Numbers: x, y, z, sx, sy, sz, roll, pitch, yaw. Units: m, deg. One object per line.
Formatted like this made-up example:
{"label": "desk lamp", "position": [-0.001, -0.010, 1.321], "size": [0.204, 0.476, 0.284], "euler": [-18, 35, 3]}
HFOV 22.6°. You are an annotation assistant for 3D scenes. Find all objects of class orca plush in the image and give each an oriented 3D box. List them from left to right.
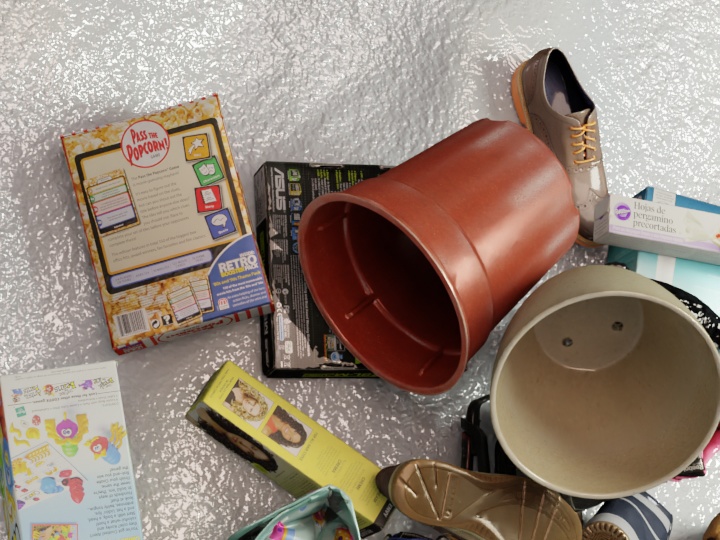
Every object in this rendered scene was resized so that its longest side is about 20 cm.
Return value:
{"label": "orca plush", "position": [0.269, 0.047, 1.655], "size": [0.198, 0.071, 0.106], "euler": [22, 72, -8]}

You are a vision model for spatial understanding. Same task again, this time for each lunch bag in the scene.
{"label": "lunch bag", "position": [-0.071, 0.281, 1.523], "size": [0.121, 0.171, 0.202], "euler": [24, 70, 0]}

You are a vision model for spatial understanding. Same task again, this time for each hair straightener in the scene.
{"label": "hair straightener", "position": [0.127, 0.205, 1.661], "size": [0.076, 0.041, 0.203], "euler": [-1, 72, 19]}

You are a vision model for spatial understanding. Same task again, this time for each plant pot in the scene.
{"label": "plant pot", "position": [0.080, -0.027, 1.604], "size": [0.195, 0.201, 0.202], "euler": [-37, 89, -33]}

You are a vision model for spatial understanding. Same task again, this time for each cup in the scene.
{"label": "cup", "position": [0.206, 0.076, 1.567], "size": [0.198, 0.144, 0.203], "euler": [0, 116, 0]}

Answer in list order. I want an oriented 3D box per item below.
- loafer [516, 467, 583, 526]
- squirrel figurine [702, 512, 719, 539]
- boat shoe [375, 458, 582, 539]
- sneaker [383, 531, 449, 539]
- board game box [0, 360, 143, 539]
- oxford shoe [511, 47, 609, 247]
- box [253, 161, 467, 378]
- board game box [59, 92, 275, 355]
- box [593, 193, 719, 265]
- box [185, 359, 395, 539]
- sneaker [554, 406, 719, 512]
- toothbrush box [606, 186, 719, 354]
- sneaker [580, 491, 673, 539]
{"label": "loafer", "position": [0.183, 0.216, 1.678], "size": [0.062, 0.072, 0.202], "euler": [-6, 75, -26]}
{"label": "squirrel figurine", "position": [0.399, 0.313, 1.702], "size": [0.198, 0.141, 0.189], "euler": [-1, 65, -32]}
{"label": "boat shoe", "position": [0.103, 0.212, 1.593], "size": [0.198, 0.072, 0.073], "euler": [18, 80, -23]}
{"label": "sneaker", "position": [0.035, 0.272, 1.566], "size": [0.079, 0.200, 0.116], "euler": [0, 61, 8]}
{"label": "board game box", "position": [-0.249, 0.191, 1.527], "size": [0.104, 0.103, 0.203], "euler": [-6, 78, -19]}
{"label": "oxford shoe", "position": [0.204, -0.121, 1.766], "size": [0.071, 0.073, 0.202], "euler": [-18, 82, -21]}
{"label": "box", "position": [0.000, 0.000, 1.687], "size": [0.191, 0.047, 0.203], "euler": [1, 75, -20]}
{"label": "board game box", "position": [-0.173, -0.042, 1.620], "size": [0.150, 0.046, 0.202], "euler": [-15, 80, -3]}
{"label": "box", "position": [0.319, -0.033, 1.706], "size": [0.198, 0.041, 0.039], "euler": [10, 72, -12]}
{"label": "box", "position": [-0.058, 0.163, 1.612], "size": [0.199, 0.075, 0.050], "euler": [35, 66, -5]}
{"label": "sneaker", "position": [0.267, 0.163, 1.624], "size": [0.199, 0.095, 0.080], "euler": [-31, 126, -9]}
{"label": "toothbrush box", "position": [0.315, 0.039, 1.753], "size": [0.145, 0.085, 0.202], "euler": [13, 72, -13]}
{"label": "sneaker", "position": [0.261, 0.298, 1.678], "size": [0.109, 0.069, 0.202], "euler": [-47, 124, -58]}
